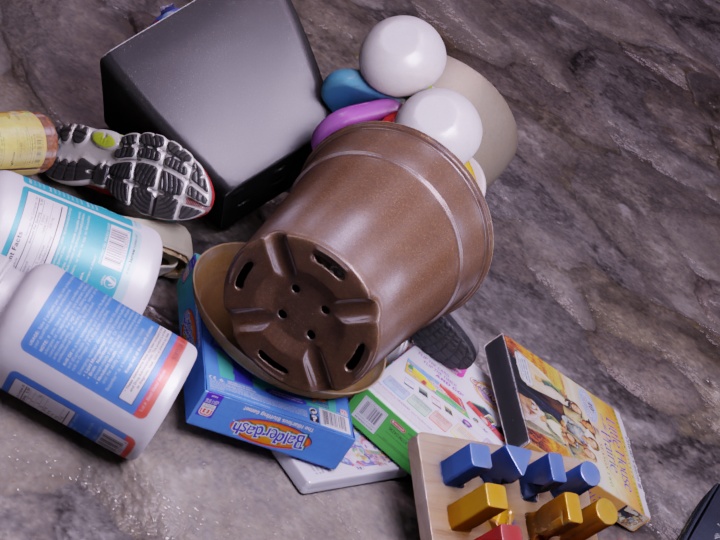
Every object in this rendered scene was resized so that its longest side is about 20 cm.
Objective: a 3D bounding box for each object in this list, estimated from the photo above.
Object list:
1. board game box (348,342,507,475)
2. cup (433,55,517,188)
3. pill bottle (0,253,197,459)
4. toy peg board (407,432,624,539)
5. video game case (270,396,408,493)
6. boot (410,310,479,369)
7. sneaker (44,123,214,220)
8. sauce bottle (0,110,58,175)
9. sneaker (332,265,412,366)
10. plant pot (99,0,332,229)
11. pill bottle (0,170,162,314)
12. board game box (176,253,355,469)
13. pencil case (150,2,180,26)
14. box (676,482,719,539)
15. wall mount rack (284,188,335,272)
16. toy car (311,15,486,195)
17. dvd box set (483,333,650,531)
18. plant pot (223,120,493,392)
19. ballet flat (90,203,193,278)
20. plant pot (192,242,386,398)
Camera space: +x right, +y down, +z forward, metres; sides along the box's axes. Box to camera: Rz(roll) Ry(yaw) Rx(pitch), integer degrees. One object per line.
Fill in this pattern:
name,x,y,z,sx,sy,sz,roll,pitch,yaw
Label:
board game box,0.084,0.145,1.761,0.153,0.040,0.200,41,25,9
cup,0.061,-0.131,2.052,0.200,0.200,0.143,33,55,-2
pill bottle,-0.246,0.063,1.501,0.199,0.112,0.112,31,29,-7
toy peg board,0.160,0.236,1.602,0.199,0.098,0.200,13,56,-33
video game case,-0.055,0.123,1.700,0.143,0.018,0.200,-2,45,-47
boot,0.076,-0.011,1.796,0.200,0.070,0.132,51,55,-8
sneaker,-0.215,-0.098,1.763,0.199,0.077,0.085,21,2,28
sauce bottle,-0.375,-0.117,1.689,0.200,0.066,0.066,-6,48,-52
sneaker,0.000,0.000,1.830,0.092,0.076,0.201,7,70,-34
plant pot,-0.132,-0.161,1.831,0.199,0.200,0.178,-32,82,-13
pill bottle,-0.283,-0.019,1.588,0.199,0.111,0.111,23,31,-19
board game box,-0.090,0.082,1.662,0.152,0.045,0.200,20,32,-22
pencil case,-0.170,-0.213,2.021,0.078,0.087,0.200,32,21,-54
box,0.410,0.324,1.833,0.200,0.051,0.158,39,31,9
wall mount rack,-0.027,-0.054,1.946,0.199,0.075,0.174,4,44,-42
toy car,0.030,-0.128,1.720,0.149,0.175,0.201,-21,64,-4
dvd box set,0.209,0.164,1.824,0.200,0.029,0.147,34,31,-35
plant pot,-0.011,-0.004,1.589,0.200,0.201,0.198,37,36,7
ballet flat,-0.239,-0.024,1.697,0.199,0.070,0.070,7,39,-41
plant pot,-0.069,0.050,1.657,0.199,0.028,0.200,25,30,-16
